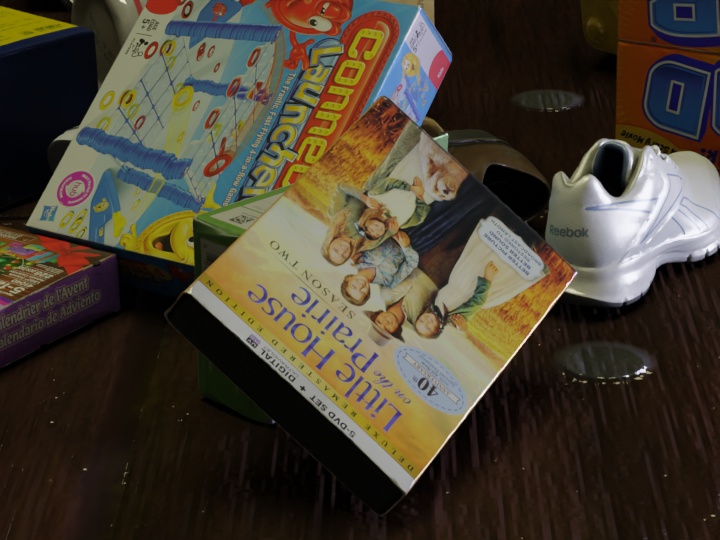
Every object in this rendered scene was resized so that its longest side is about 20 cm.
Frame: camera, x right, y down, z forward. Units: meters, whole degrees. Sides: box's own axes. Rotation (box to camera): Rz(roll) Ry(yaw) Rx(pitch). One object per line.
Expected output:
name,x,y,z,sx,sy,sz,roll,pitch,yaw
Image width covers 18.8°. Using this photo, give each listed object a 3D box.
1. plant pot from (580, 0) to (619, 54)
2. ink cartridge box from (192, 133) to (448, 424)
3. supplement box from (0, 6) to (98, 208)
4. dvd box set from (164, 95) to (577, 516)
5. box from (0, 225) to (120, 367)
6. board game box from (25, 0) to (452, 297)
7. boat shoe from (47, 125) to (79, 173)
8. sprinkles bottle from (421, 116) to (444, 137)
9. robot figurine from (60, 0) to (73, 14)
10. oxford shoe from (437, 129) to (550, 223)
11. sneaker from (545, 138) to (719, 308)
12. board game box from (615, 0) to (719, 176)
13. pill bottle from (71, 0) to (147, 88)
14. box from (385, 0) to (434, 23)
plant pot,0.281,-0.252,1.731,0.200,0.195,0.195,-28,32,-32
ink cartridge box,0.000,0.000,1.203,0.059,0.104,0.200,19,29,41
supplement box,-0.288,-0.124,1.533,0.200,0.110,0.109,18,28,39
dvd box set,0.011,0.012,1.102,0.146,0.029,0.200,43,46,1
box,-0.261,0.009,1.286,0.199,0.039,0.137,13,26,32
board game box,-0.073,-0.078,1.316,0.195,0.056,0.200,12,66,32
boat shoe,-0.109,-0.076,1.441,0.201,0.075,0.086,8,39,39
sprinkles bottle,-0.019,-0.099,1.505,0.068,0.068,0.200,-14,25,-29
robot figurine,-0.200,-0.262,1.873,0.144,0.058,0.200,3,43,-14
oxford shoe,0.036,-0.044,1.360,0.199,0.073,0.084,-17,30,-31
sneaker,0.172,-0.043,1.328,0.074,0.087,0.200,8,22,27
board game box,0.306,-0.167,1.479,0.199,0.201,0.200,12,25,30
pill bottle,-0.115,-0.192,1.696,0.199,0.109,0.109,-14,24,-28
box,-0.049,-0.192,1.613,0.199,0.078,0.095,9,61,-19
